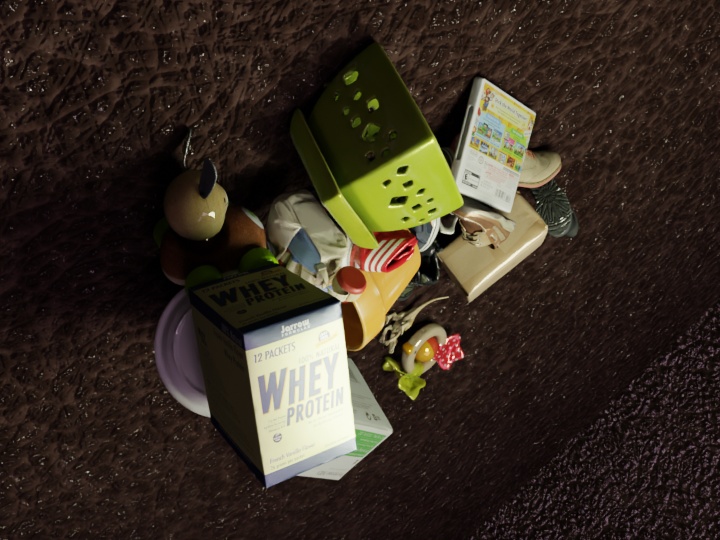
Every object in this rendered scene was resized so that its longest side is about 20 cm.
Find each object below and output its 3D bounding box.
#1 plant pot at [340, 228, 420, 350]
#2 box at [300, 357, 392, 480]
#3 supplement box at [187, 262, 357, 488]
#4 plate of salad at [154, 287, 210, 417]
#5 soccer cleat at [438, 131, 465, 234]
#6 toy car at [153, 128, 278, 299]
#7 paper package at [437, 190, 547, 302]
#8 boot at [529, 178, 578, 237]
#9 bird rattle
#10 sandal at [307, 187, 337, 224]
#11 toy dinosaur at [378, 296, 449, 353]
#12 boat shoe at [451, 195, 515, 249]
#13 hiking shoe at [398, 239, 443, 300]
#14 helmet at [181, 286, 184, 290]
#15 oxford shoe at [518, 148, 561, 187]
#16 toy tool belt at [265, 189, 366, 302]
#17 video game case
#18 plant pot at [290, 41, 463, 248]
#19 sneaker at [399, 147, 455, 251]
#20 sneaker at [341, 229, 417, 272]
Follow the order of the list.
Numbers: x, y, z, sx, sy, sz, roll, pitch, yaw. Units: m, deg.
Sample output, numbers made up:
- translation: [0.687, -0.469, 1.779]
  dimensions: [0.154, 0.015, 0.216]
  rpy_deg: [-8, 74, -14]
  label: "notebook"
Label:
- translation: [0.000, 0.000, 1.417]
  dimensions: [0.182, 0.199, 0.202]
  rpy_deg: [-38, 153, -27]
  label: "plant pot"
- translation: [-0.079, 0.291, 1.687]
  dimensions: [0.171, 0.202, 0.198]
  rpy_deg: [-41, 149, 14]
  label: "box"
- translation: [-0.115, 0.124, 1.059]
  dimensions: [0.132, 0.199, 0.205]
  rpy_deg: [-16, 112, -27]
  label: "supplement box"
- translation: [-0.197, 0.109, 1.192]
  dimensions: [0.198, 0.202, 0.048]
  rpy_deg: [-34, -177, -3]
  label: "plate of salad"
- translation: [0.177, -0.151, 1.457]
  dimensions: [0.068, 0.088, 0.203]
  rpy_deg: [3, 136, -15]
  label: "soccer cleat"
- translation: [-0.206, -0.086, 1.130]
  dimensions: [0.155, 0.164, 0.204]
  rpy_deg: [-19, 133, -24]
  label: "toy car"
- translation: [0.259, -0.042, 1.627]
  dimensions: [0.199, 0.104, 0.191]
  rpy_deg: [-39, 169, 3]
  label: "paper package"
- translation: [0.401, -0.110, 1.676]
  dimensions: [0.064, 0.168, 0.200]
  rpy_deg: [-21, 152, 16]
  label: "boot"
- translation: [0.153, 0.190, 1.875]
  dimensions: [0.197, 0.113, 0.165]
  rpy_deg: [-27, 142, -18]
  label: "bird rattle"
- translation: [-0.043, -0.104, 1.354]
  dimensions: [0.196, 0.045, 0.076]
  rpy_deg: [-20, 145, -25]
  label: "sandal"
- translation: [0.094, 0.106, 1.772]
  dimensions: [0.100, 0.059, 0.201]
  rpy_deg: [-19, 155, -52]
  label: "toy dinosaur"
- translation: [0.211, -0.075, 1.446]
  dimensions: [0.198, 0.075, 0.073]
  rpy_deg: [16, 105, -55]
  label: "boat shoe"
- translation: [0.102, 0.003, 1.583]
  dimensions: [0.074, 0.101, 0.203]
  rpy_deg: [-17, 144, -25]
  label: "hiking shoe"
- translation: [-0.186, 0.063, 1.314]
  dimensions: [0.187, 0.202, 0.202]
  rpy_deg: [11, 128, -29]
  label: "helmet"
- translation: [0.306, -0.201, 1.549]
  dimensions: [0.196, 0.071, 0.076]
  rpy_deg: [-18, 139, -29]
  label: "oxford shoe"
- translation: [-0.075, -0.011, 1.219]
  dimensions: [0.123, 0.202, 0.124]
  rpy_deg: [-16, 151, -42]
  label: "toy tool belt"
- translation: [0.228, -0.210, 1.420]
  dimensions: [0.198, 0.023, 0.187]
  rpy_deg: [13, 92, -51]
  label: "video game case"
- translation: [0.017, -0.165, 1.202]
  dimensions: [0.179, 0.202, 0.200]
  rpy_deg: [-31, 150, 6]
  label: "plant pot"
- translation: [0.101, -0.120, 1.446]
  dimensions: [0.078, 0.078, 0.204]
  rpy_deg: [-14, 131, -39]
  label: "sneaker"
- translation: [0.045, -0.075, 1.309]
  dimensions: [0.079, 0.113, 0.204]
  rpy_deg: [85, 23, -60]
  label: "sneaker"
